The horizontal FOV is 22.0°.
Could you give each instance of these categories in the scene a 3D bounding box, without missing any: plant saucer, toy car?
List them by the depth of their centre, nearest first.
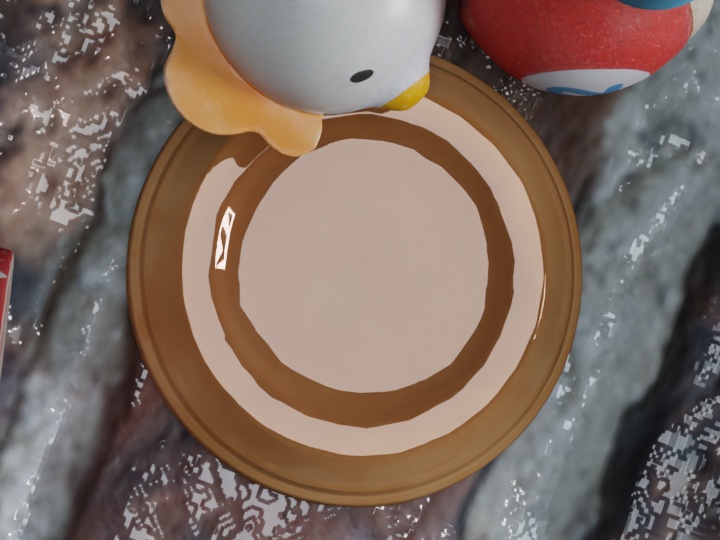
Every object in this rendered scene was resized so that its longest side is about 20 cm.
[{"bbox_3d":[0.017,-0.109,0.720,0.200,0.184,0.177,-40,92,-6],"label":"toy car"},{"bbox_3d":[0.000,0.000,0.785,0.198,0.037,0.202,0,87,-7],"label":"plant saucer"}]

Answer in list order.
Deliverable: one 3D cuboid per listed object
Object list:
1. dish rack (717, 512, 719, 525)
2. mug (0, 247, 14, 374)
[{"bbox_3d":[0.245,0.152,0.797,0.152,0.055,0.201,-25,88,-9],"label":"dish rack"},{"bbox_3d":[-0.236,0.011,0.714,0.198,0.133,0.179,8,88,-9],"label":"mug"}]
